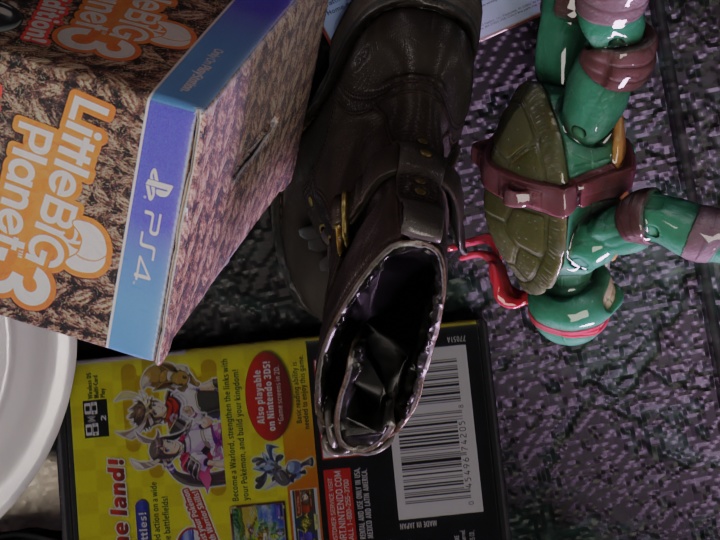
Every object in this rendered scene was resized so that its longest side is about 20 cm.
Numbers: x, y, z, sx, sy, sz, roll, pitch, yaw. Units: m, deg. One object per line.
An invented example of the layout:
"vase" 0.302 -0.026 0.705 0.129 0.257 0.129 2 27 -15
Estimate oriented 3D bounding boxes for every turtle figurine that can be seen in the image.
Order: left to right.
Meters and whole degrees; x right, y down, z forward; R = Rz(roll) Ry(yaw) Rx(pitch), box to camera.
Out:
"turtle figurine" 0.093 -0.041 1.037 0.101 0.150 0.200 -16 123 -23

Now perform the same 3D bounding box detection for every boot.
"boot" 0.000 0.000 1.040 0.069 0.174 0.200 9 136 -5

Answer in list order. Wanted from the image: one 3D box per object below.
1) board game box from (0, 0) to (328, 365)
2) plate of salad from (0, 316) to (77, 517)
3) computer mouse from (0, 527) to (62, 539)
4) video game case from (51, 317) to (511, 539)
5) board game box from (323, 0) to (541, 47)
"board game box" -0.131 -0.070 0.989 0.200 0.159 0.097 16 119 8
"plate of salad" -0.214 0.029 1.121 0.200 0.048 0.200 -2 97 -16
"computer mouse" -0.127 0.199 1.160 0.140 0.046 0.200 6 81 25
"video game case" -0.028 0.125 1.133 0.181 0.200 0.026 -6 163 0
"board game box" 0.067 -0.150 1.062 0.200 0.019 0.103 -23 120 10
